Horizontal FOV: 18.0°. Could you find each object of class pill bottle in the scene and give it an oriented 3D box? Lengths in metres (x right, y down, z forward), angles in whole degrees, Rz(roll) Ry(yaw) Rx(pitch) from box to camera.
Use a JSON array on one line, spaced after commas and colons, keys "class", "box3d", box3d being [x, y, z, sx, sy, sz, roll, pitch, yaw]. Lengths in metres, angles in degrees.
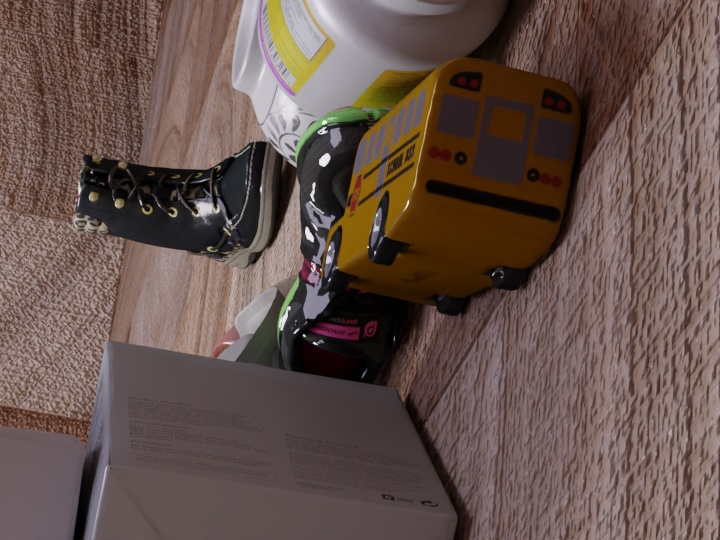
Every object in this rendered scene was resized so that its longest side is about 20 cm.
[{"class": "pill bottle", "box3d": [0.014, -0.139, 1.102, 0.200, 0.104, 0.104, 146, 135, -76]}]

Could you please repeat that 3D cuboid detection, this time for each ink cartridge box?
[{"class": "ink cartridge box", "box3d": [-0.181, 0.151, 1.059, 0.200, 0.084, 0.146, 135, 142, -77]}]

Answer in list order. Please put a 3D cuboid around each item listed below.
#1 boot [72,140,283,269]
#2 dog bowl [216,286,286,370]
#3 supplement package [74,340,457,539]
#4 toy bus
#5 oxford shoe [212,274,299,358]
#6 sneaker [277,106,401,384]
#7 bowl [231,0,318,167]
[{"class": "boot", "box3d": [-0.145, -0.059, 1.792, 0.204, 0.154, 0.074, 127, 152, -69]}, {"class": "dog bowl", "box3d": [-0.091, 0.104, 1.292, 0.200, 0.059, 0.200, -49, 7, 8]}, {"class": "supplement package", "box3d": [-0.056, 0.139, 1.047, 0.200, 0.152, 0.151, -116, 37, -75]}, {"class": "toy bus", "box3d": [0.034, -0.031, 0.979, 0.200, 0.065, 0.078, 148, 132, -77]}, {"class": "oxford shoe", "box3d": [-0.059, 0.064, 1.471, 0.074, 0.071, 0.200, -56, 0, -23]}, {"class": "sneaker", "box3d": [0.000, 0.000, 1.155, 0.084, 0.077, 0.200, -98, 10, -46]}, {"class": "bowl", "box3d": [-0.022, -0.141, 1.350, 0.201, 0.094, 0.201, -169, 90, -80]}]
